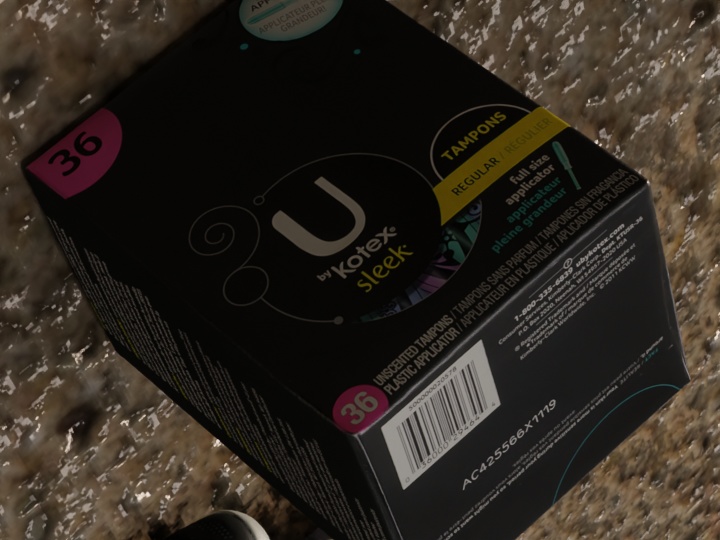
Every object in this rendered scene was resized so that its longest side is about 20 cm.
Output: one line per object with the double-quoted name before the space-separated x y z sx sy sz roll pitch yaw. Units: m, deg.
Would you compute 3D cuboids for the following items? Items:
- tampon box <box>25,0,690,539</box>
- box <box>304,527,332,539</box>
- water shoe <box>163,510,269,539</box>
"tampon box" 0.000 0.000 0.932 0.150 0.200 0.126 -41 143 -17
"box" 0.008 0.185 1.201 0.161 0.049 0.201 -39 146 -45
"water shoe" -0.120 0.166 1.057 0.200 0.071 0.079 -40 138 -19
